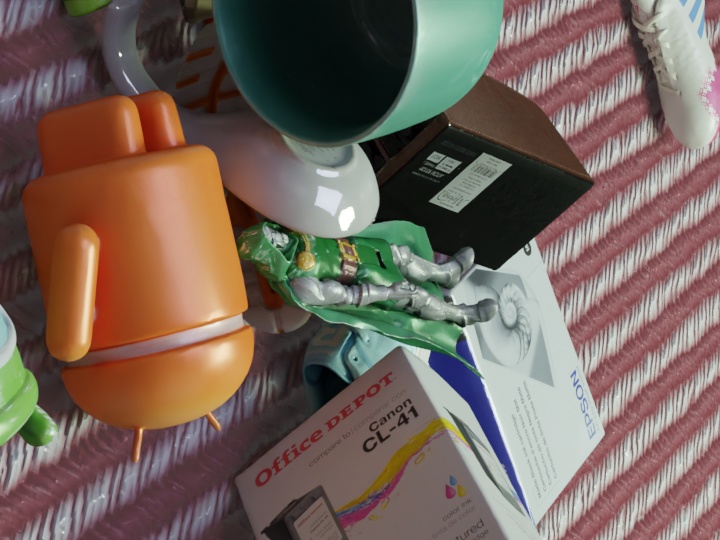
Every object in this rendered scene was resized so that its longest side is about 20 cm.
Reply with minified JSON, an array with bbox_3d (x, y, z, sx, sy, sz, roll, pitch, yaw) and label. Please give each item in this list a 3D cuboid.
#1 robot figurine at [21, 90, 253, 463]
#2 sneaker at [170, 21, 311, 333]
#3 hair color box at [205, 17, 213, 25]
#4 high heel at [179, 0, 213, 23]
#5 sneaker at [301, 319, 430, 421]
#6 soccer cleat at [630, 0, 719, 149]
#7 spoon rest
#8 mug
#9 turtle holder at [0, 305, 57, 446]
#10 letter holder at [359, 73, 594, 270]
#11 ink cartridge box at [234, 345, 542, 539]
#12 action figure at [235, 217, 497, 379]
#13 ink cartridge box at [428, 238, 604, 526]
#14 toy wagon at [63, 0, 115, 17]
[{"bbox_3d":[-0.126,0.003,1.119,0.144,0.116,0.201,-170,-112,-80],"label":"robot figurine"},{"bbox_3d":[-0.066,-0.062,1.266,0.077,0.078,0.201,-27,107,-69],"label":"sneaker"},{"bbox_3d":[0.006,-0.187,1.278,0.111,0.199,0.064,-18,96,-54],"label":"hair color box"},{"bbox_3d":[-0.070,-0.259,1.231,0.071,0.200,0.143,7,52,-33],"label":"high heel"},{"bbox_3d":[0.000,0.050,1.322,0.082,0.074,0.201,24,61,-53],"label":"sneaker"},{"bbox_3d":[0.280,-0.210,1.800,0.086,0.070,0.201,5,75,-38],"label":"soccer cleat"},{"bbox_3d":[-0.074,-0.087,1.182,0.200,0.061,0.099,39,38,5],"label":"spoon rest"},{"bbox_3d":[0.017,-0.162,1.131,0.114,0.185,0.153,-22,86,-48],"label":"mug"},{"bbox_3d":[-0.222,0.042,0.950,0.185,0.140,0.132,-38,112,-50],"label":"turtle holder"},{"bbox_3d":[0.045,-0.099,1.354,0.200,0.101,0.143,15,38,-55],"label":"letter holder"},{"bbox_3d":[0.023,0.165,1.190,0.086,0.147,0.200,45,10,-40],"label":"ink cartridge box"},{"bbox_3d":[0.000,0.000,1.206,0.199,0.055,0.119,11,44,-46],"label":"action figure"},{"bbox_3d":[0.103,0.087,1.487,0.200,0.040,0.201,-42,116,-50],"label":"ink cartridge box"},{"bbox_3d":[-0.156,-0.251,1.203,0.200,0.039,0.156,-43,117,-50],"label":"toy wagon"}]
